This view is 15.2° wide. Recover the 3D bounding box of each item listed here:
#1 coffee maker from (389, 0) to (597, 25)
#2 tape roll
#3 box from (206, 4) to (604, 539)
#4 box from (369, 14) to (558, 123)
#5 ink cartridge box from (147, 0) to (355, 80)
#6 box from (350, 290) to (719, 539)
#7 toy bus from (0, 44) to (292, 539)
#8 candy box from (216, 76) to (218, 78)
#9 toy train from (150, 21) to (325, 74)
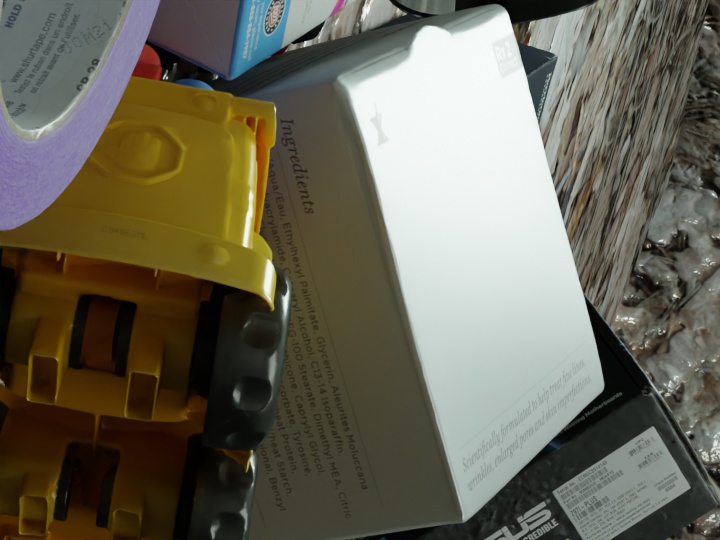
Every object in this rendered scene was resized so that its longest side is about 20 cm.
[{"bbox_3d":[0.101,-0.236,1.457,0.200,0.192,0.135,97,-1,-53],"label":"coffee maker"},{"bbox_3d":[-0.116,-0.117,0.872,0.200,0.065,0.201,19,90,-80],"label":"tape roll"},{"bbox_3d":[0.000,0.000,1.217,0.199,0.130,0.201,-32,108,-62],"label":"box"},{"bbox_3d":[0.032,-0.043,1.656,0.182,0.104,0.200,-35,142,-72],"label":"box"},{"bbox_3d":[-0.021,-0.176,1.156,0.200,0.068,0.115,-38,147,-50],"label":"ink cartridge box"},{"bbox_3d":[0.058,0.105,1.380,0.086,0.200,0.164,57,1,-29],"label":"box"},{"bbox_3d":[-0.097,0.010,1.069,0.192,0.135,0.200,-84,-176,-46],"label":"toy bus"},{"bbox_3d":[-0.058,0.002,1.289,0.102,0.026,0.200,66,27,-46],"label":"candy box"},{"bbox_3d":[-0.053,-0.114,1.251,0.200,0.046,0.034,-35,142,-73],"label":"toy train"}]
